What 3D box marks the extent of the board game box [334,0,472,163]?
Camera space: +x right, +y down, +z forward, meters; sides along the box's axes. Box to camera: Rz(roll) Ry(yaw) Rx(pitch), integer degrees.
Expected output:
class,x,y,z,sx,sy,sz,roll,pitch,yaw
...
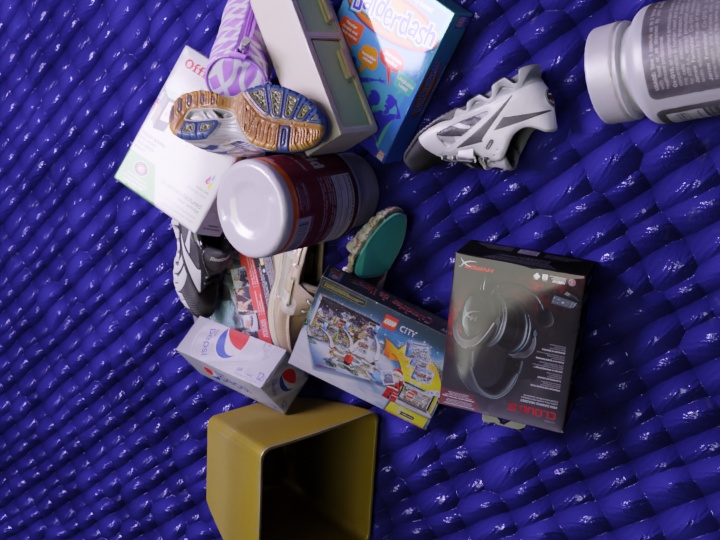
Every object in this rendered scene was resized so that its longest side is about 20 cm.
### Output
class,x,y,z,sx,sy,sz,roll,pitch,yaw
board game box,0.028,-0.258,1.109,0.152,0.045,0.202,41,122,24

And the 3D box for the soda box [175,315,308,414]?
class,x,y,z,sx,sy,sz,roll,pitch,yaw
soda box,-0.168,0.129,1.281,0.198,0.064,0.069,16,152,43

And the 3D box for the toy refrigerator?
class,x,y,z,sx,sy,sz,roll,pitch,yaw
toy refrigerator,-0.053,-0.247,1.098,0.069,0.075,0.203,-24,84,40

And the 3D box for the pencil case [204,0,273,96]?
class,x,y,z,sx,sy,sz,roll,pitch,yaw
pencil case,-0.142,-0.291,1.144,0.082,0.202,0.086,4,137,0

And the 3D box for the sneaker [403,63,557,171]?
class,x,y,z,sx,sy,sz,roll,pitch,yaw
sneaker,0.133,-0.144,1.034,0.199,0.074,0.090,-28,81,39

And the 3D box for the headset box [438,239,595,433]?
class,x,y,z,sx,sy,sz,roll,pitch,yaw
headset box,0.174,0.081,1.034,0.146,0.077,0.204,12,107,20

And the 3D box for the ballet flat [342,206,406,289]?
class,x,y,z,sx,sy,sz,roll,pitch,yaw
ballet flat,0.000,0.000,1.177,0.064,0.075,0.203,42,121,43

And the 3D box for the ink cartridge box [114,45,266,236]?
class,x,y,z,sx,sy,sz,roll,pitch,yaw
ink cartridge box,-0.208,-0.169,1.209,0.144,0.084,0.202,32,97,13

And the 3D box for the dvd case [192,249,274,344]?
class,x,y,z,sx,sy,sz,roll,pitch,yaw
dvd case,-0.182,0.042,1.359,0.198,0.022,0.149,-11,94,38

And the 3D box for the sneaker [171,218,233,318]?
class,x,y,z,sx,sy,sz,roll,pitch,yaw
sneaker,-0.221,-0.016,1.306,0.090,0.066,0.203,19,121,38

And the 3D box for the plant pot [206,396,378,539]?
class,x,y,z,sx,sy,sz,roll,pitch,yaw
plant pot,-0.110,0.279,1.258,0.175,0.198,0.204,20,112,44

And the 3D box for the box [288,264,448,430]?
class,x,y,z,sx,sy,sz,roll,pitch,yaw
box,0.022,0.097,1.149,0.197,0.038,0.138,26,117,3

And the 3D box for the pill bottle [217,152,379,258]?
class,x,y,z,sx,sy,sz,roll,pitch,yaw
pill bottle,-0.070,-0.088,1.125,0.113,0.199,0.116,9,106,35

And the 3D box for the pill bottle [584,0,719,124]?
class,x,y,z,sx,sy,sz,roll,pitch,yaw
pill bottle,0.318,-0.200,0.852,0.197,0.113,0.116,-4,98,38

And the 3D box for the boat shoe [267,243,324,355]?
class,x,y,z,sx,sy,sz,roll,pitch,yaw
boat shoe,-0.080,0.030,1.246,0.064,0.072,0.204,10,103,34

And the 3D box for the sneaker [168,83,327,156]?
class,x,y,z,sx,sy,sz,roll,pitch,yaw
sneaker,-0.125,-0.172,1.089,0.197,0.088,0.077,9,80,18
